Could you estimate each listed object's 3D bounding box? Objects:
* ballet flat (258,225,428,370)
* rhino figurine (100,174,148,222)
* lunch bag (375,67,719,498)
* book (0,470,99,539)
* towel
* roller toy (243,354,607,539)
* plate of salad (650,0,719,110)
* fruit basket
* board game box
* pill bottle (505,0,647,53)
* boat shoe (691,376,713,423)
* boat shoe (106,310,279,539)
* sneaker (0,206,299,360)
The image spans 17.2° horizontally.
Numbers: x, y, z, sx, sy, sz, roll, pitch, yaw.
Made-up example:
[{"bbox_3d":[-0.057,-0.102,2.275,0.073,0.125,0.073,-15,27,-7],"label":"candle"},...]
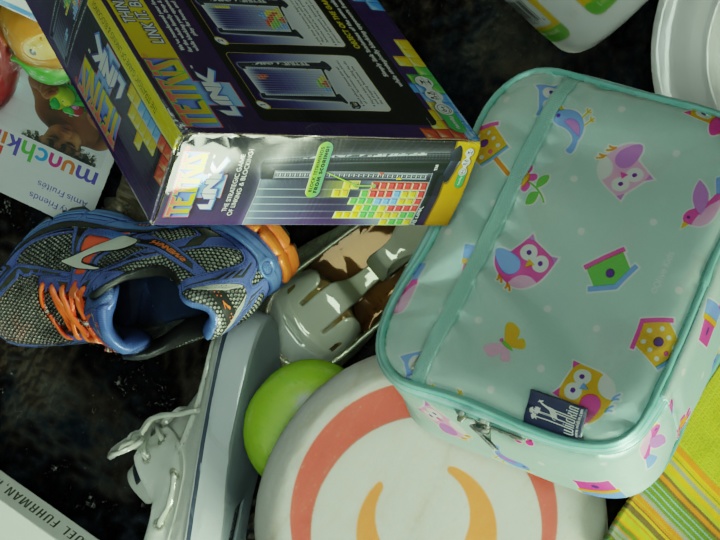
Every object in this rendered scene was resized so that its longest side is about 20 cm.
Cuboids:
[{"bbox_3d":[0.000,0.000,1.304,0.200,0.062,0.067,-42,88,5],"label":"ballet flat"},{"bbox_3d":[-0.080,-0.054,1.309,0.200,0.060,0.087,-40,100,20],"label":"rhino figurine"},{"bbox_3d":[0.102,0.004,1.169,0.160,0.077,0.201,20,71,22],"label":"lunch bag"},{"bbox_3d":[-0.185,0.193,1.314,0.200,0.048,0.134,33,116,8],"label":"book"},{"bbox_3d":[0.197,0.088,1.216,0.086,0.018,0.200,42,76,-32],"label":"towel"},{"bbox_3d":[0.041,0.140,1.262,0.182,0.140,0.201,-10,79,3],"label":"roller toy"},{"bbox_3d":[0.257,-0.117,1.282,0.199,0.048,0.201,1,97,7],"label":"plate of salad"},{"bbox_3d":[-0.204,-0.133,1.289,0.185,0.094,0.201,25,116,-2],"label":"fruit basket"},{"bbox_3d":[-0.058,-0.102,1.173,0.165,0.200,0.057,-1,129,-29],"label":"board game box"},{"bbox_3d":[0.074,-0.218,1.243,0.200,0.111,0.111,41,95,-13],"label":"pill bottle"},{"bbox_3d":[0.160,0.012,1.226,0.067,0.057,0.201,14,77,4],"label":"boat shoe"},{"bbox_3d":[-0.102,0.109,1.307,0.086,0.075,0.203,17,112,13],"label":"boat shoe"},{"bbox_3d":[-0.131,0.011,1.273,0.199,0.079,0.075,-13,119,37],"label":"sneaker"}]
